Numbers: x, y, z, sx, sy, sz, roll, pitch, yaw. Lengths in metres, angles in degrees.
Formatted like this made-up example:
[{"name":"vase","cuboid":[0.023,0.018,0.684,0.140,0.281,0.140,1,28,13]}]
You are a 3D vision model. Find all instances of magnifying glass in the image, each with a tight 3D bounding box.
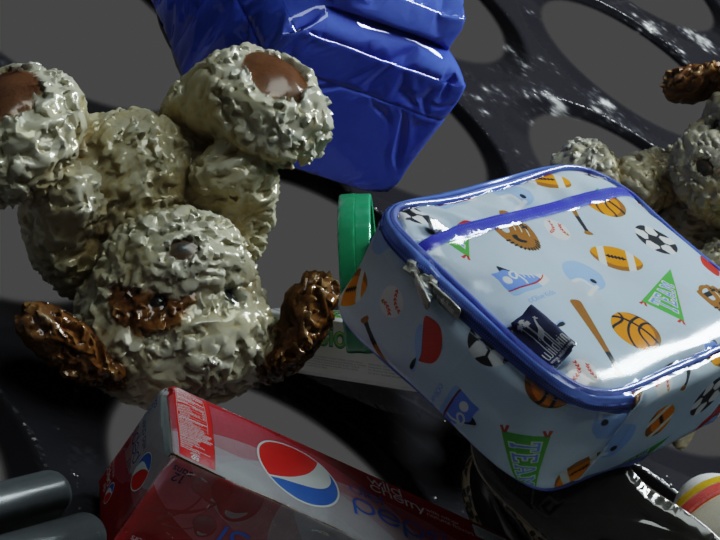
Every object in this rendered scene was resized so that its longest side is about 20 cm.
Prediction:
[{"name":"magnifying glass","cuboid":[0.000,0.000,1.220,0.022,0.080,0.200,-3,2,3]}]

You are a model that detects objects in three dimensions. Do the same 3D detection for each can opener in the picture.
[{"name":"can opener","cuboid":[-0.175,0.109,0.963,0.053,0.067,0.200,47,28,21]}]

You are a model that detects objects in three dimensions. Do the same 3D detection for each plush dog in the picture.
[{"name":"plush dog","cuboid":[0.250,-0.047,1.597,0.160,0.172,0.200,3,40,-46]},{"name":"plush dog","cuboid":[-0.107,-0.005,1.197,0.200,0.161,0.172,-6,59,-20]}]

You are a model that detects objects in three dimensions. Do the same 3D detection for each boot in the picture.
[{"name":"boot","cuboid":[0.124,0.149,1.181,0.200,0.073,0.151,45,-10,4]}]

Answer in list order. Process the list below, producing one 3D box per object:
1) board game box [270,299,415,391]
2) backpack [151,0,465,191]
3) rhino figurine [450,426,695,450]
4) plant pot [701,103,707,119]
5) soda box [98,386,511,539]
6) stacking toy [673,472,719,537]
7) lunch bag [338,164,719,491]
[{"name":"board game box","cuboid":[0.060,0.042,1.268,0.200,0.035,0.126,7,9,36]},{"name":"backpack","cuboid":[-0.031,-0.171,1.501,0.162,0.168,0.200,22,24,-39]},{"name":"rhino figurine","cuboid":[0.118,0.079,1.373,0.087,0.060,0.200,28,20,32]},{"name":"plant pot","cuboid":[0.374,-0.073,1.824,0.200,0.200,0.134,13,60,-38]},{"name":"soda box","cuboid":[-0.022,0.131,1.104,0.200,0.070,0.063,27,24,-20]},{"name":"stacking toy","cuboid":[0.210,0.159,1.314,0.146,0.146,0.200,29,9,-13]},{"name":"lunch bag","cuboid":[0.090,0.018,1.113,0.160,0.076,0.200,45,33,24]}]
